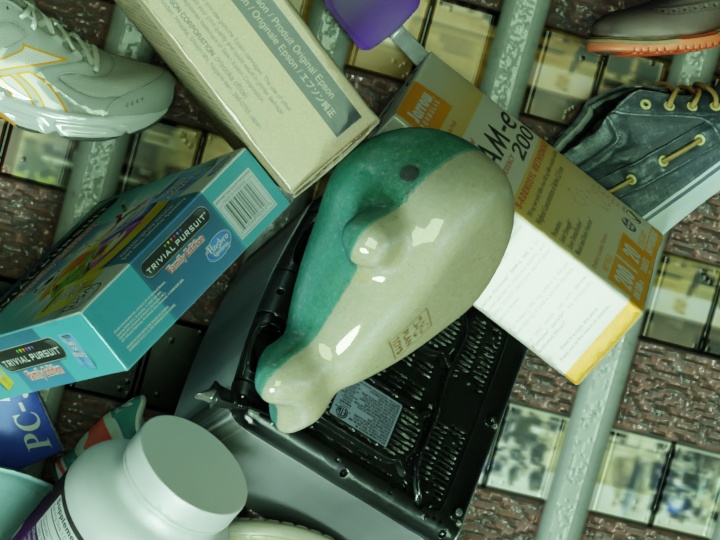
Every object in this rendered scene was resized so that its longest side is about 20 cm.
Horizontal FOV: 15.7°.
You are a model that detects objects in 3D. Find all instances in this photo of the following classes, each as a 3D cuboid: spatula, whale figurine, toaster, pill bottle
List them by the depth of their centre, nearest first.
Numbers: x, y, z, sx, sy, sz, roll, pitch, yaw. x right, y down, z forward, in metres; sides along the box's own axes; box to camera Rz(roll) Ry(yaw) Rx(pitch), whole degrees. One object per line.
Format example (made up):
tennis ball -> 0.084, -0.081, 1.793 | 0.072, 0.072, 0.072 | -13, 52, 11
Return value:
whale figurine -> 0.000, 0.000, 1.543 | 0.104, 0.159, 0.200 | 39, 80, 21
pill bottle -> -0.155, 0.181, 1.584 | 0.112, 0.113, 0.200 | 33, 118, -15
toaster -> -0.012, 0.070, 1.652 | 0.200, 0.119, 0.181 | 32, 58, -16
spatula -> 0.048, -0.128, 1.722 | 0.056, 0.021, 0.200 | -41, 105, -5

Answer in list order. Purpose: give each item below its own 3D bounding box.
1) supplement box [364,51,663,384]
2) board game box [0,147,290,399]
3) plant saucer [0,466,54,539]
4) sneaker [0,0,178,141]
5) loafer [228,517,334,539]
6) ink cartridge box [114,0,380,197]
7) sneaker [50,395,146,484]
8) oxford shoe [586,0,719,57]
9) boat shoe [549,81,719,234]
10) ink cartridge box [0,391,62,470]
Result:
supplement box -> 0.091, -0.035, 1.667 | 0.200, 0.126, 0.074 | 37, 116, -5
board game box -> -0.150, 0.005, 1.586 | 0.047, 0.200, 0.151 | 51, 60, -15
plant saucer -> -0.254, 0.195, 1.676 | 0.199, 0.036, 0.201 | -4, 122, -6
sneaker -> -0.209, -0.139, 1.630 | 0.199, 0.076, 0.092 | 6, 111, -13
loafer -> -0.021, 0.222, 1.665 | 0.200, 0.076, 0.069 | 38, 61, -31
ink cartridge box -> -0.081, -0.141, 1.600 | 0.075, 0.200, 0.165 | -40, 105, -4
sneaker -> -0.103, 0.164, 1.711 | 0.200, 0.070, 0.093 | 42, 95, -12
oxford shoe -> 0.235, -0.187, 1.731 | 0.199, 0.071, 0.073 | -16, 99, -19
boat shoe -> 0.217, -0.101, 1.735 | 0.200, 0.071, 0.091 | -40, 109, -1
ink cartridge box -> -0.272, 0.041, 1.669 | 0.094, 0.044, 0.201 | -25, 103, -5
